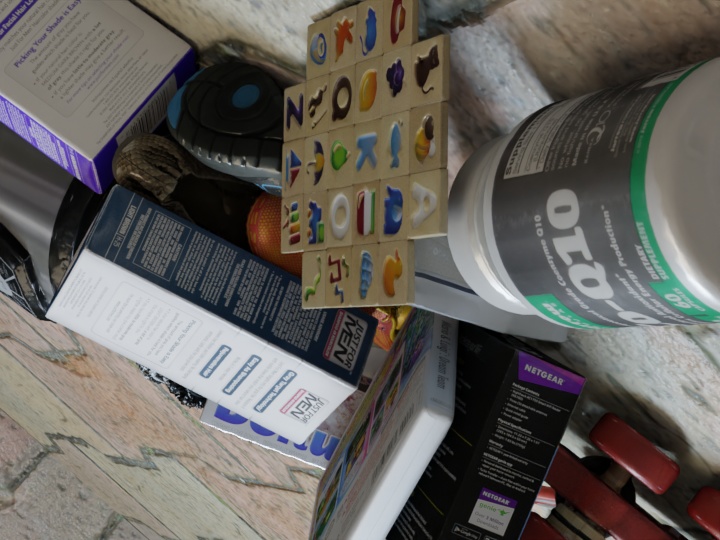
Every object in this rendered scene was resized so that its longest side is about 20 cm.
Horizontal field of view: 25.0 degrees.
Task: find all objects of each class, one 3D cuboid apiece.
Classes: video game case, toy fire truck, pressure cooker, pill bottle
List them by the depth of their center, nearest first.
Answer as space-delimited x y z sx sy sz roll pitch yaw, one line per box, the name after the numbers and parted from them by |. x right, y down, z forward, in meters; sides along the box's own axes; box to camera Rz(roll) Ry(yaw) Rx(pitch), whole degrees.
0.127 -0.030 0.754 0.113 0.113 0.200 45 160 -16 | pill bottle
0.012 0.119 1.046 0.024 0.201 0.182 24 -153 -7 | video game case
0.194 0.184 1.142 0.200 0.112 0.168 38 179 7 | toy fire truck
-0.220 -0.056 1.242 0.199 0.177 0.178 27 -169 34 | pressure cooker

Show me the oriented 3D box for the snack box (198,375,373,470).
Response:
-0.012 0.110 1.176 0.199 0.072 0.024 21 -168 -4 | snack box

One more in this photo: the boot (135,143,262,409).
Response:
-0.117 -0.007 1.173 0.073 0.163 0.199 28 158 45 | boot

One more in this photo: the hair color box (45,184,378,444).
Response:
-0.099 0.032 1.085 0.199 0.061 0.100 28 143 -11 | hair color box

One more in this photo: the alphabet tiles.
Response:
-0.002 -0.064 0.890 0.006 0.168 0.200 3 177 -26 | alphabet tiles

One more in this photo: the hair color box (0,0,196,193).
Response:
-0.224 -0.158 1.117 0.200 0.109 0.065 37 162 9 | hair color box

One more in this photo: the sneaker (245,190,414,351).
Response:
0.000 0.000 1.116 0.077 0.073 0.200 13 165 47 | sneaker

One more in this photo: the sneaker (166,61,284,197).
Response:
-0.046 -0.070 1.043 0.199 0.073 0.082 28 163 35 | sneaker

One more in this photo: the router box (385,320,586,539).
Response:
0.065 0.111 1.010 0.051 0.150 0.200 22 -178 -10 | router box

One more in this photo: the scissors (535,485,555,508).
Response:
0.097 0.167 1.281 0.199 0.014 0.073 13 169 -2 | scissors

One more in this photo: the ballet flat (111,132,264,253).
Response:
-0.082 -0.039 1.108 0.199 0.068 0.046 28 -177 -40 | ballet flat

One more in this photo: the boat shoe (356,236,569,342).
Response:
0.072 -0.012 0.964 0.074 0.087 0.201 16 180 39 | boat shoe

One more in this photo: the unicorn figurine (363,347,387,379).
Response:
0.022 0.096 1.242 0.074 0.138 0.200 40 178 -35 | unicorn figurine
